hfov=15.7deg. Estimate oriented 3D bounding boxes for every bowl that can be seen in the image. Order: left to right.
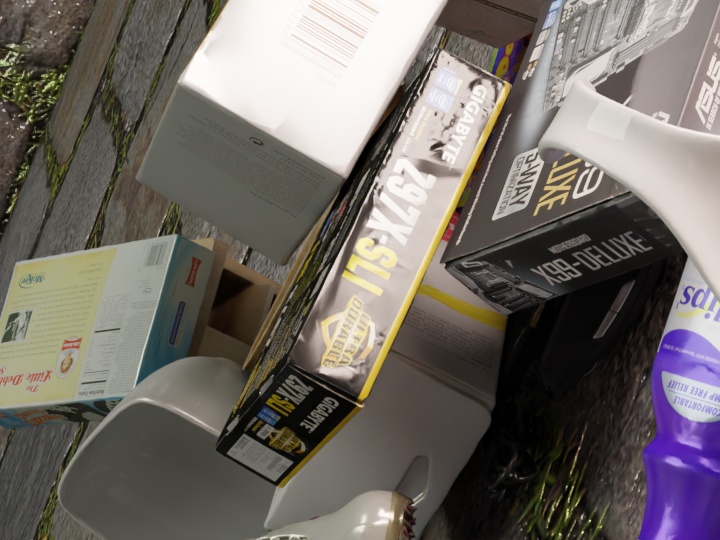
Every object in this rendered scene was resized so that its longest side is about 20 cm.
[{"bbox_3d":[-0.076,0.138,1.649,0.200,0.200,0.075,-48,10,53],"label":"bowl"}]

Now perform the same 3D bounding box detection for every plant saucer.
[{"bbox_3d":[-0.011,-0.021,1.590,0.200,0.035,0.200,-62,2,4],"label":"plant saucer"}]

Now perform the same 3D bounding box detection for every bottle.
[{"bbox_3d":[0.170,0.043,1.136,0.083,0.065,0.200,18,88,44],"label":"bottle"}]

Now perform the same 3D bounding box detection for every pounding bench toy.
[{"bbox_3d":[-0.118,0.070,1.844,0.200,0.156,0.124,-6,63,50],"label":"pounding bench toy"}]

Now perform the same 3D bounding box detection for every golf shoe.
[{"bbox_3d":[-0.038,0.175,1.416,0.200,0.092,0.073,-51,23,47],"label":"golf shoe"}]

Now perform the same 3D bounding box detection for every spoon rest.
[{"bbox_3d":[0.160,-0.022,1.078,0.099,0.200,0.061,-62,-21,2],"label":"spoon rest"}]

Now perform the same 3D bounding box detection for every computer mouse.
[{"bbox_3d":[0.119,0.026,1.399,0.140,0.046,0.200,-94,25,-81],"label":"computer mouse"}]

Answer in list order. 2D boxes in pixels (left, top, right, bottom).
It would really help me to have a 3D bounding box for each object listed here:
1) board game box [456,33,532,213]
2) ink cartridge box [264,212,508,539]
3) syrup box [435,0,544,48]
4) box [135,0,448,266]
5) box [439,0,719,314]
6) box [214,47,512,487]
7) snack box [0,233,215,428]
[{"bbox_3d":[0.121,-0.127,1.548,0.134,0.045,0.200,172,116,-72],"label":"board game box"},{"bbox_3d":[0.021,0.065,1.523,0.145,0.083,0.200,-61,7,26],"label":"ink cartridge box"},{"bbox_3d":[0.098,-0.192,1.470,0.200,0.081,0.079,-17,57,65],"label":"syrup box"},{"bbox_3d":[-0.037,-0.111,1.490,0.152,0.106,0.200,-61,4,-18],"label":"box"},{"bbox_3d":[0.136,-0.085,1.303,0.158,0.050,0.200,-21,37,49],"label":"box"},{"bbox_3d":[0.000,0.000,1.368,0.200,0.049,0.160,-64,4,-25],"label":"box"},{"bbox_3d":[-0.184,0.044,1.777,0.200,0.037,0.116,-8,62,50],"label":"snack box"}]
